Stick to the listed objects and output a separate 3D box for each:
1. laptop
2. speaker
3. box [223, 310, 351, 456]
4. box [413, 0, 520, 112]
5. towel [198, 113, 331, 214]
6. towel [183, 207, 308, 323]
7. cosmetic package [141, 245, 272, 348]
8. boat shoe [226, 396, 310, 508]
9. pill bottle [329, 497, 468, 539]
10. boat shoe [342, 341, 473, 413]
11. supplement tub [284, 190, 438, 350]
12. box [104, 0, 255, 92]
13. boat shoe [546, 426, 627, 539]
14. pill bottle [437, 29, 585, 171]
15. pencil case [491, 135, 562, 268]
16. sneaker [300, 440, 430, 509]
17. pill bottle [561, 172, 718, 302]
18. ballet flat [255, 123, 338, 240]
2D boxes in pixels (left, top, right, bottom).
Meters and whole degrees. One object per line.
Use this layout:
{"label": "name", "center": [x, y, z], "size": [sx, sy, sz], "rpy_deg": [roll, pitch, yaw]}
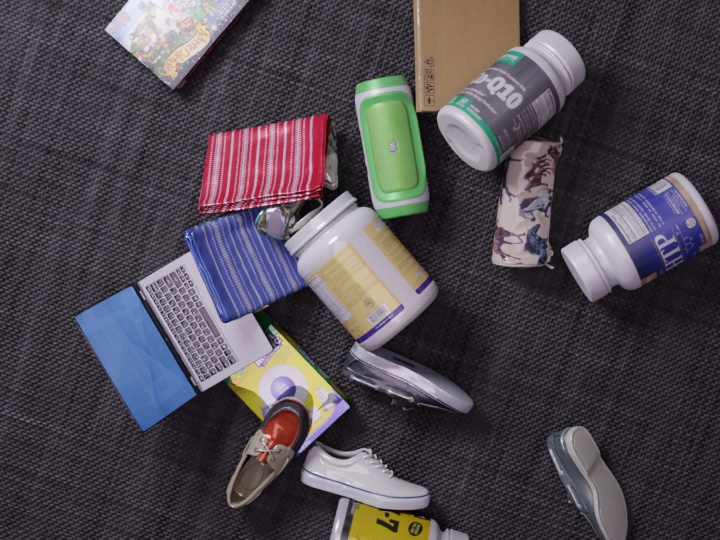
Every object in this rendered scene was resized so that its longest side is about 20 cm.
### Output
{"label": "laptop", "center": [-0.258, 0.089, 1.528], "size": [0.200, 0.116, 0.188], "rpy_deg": [-30, 94, 4]}
{"label": "speaker", "center": [0.047, -0.178, 1.585], "size": [0.088, 0.088, 0.200], "rpy_deg": [-10, 93, 3]}
{"label": "box", "center": [-0.121, 0.167, 1.635], "size": [0.117, 0.048, 0.200], "rpy_deg": [-44, 90, 5]}
{"label": "box", "center": [0.157, -0.330, 1.576], "size": [0.163, 0.021, 0.201], "rpy_deg": [-3, 93, -18]}
{"label": "towel", "center": [-0.139, -0.155, 1.568], "size": [0.200, 0.022, 0.145], "rpy_deg": [-7, 58, 19]}
{"label": "towel", "center": [-0.149, -0.022, 1.574], "size": [0.200, 0.024, 0.145], "rpy_deg": [-26, 93, -37]}
{"label": "cosmetic package", "center": [-0.241, 0.046, 1.619], "size": [0.200, 0.073, 0.104], "rpy_deg": [-25, 93, 3]}
{"label": "boat shoe", "center": [-0.139, 0.271, 1.600], "size": [0.071, 0.063, 0.200], "rpy_deg": [37, 118, 6]}
{"label": "pill bottle", "center": [0.053, 0.415, 1.610], "size": [0.200, 0.114, 0.115], "rpy_deg": [14, 94, 1]}
{"label": "boat shoe", "center": [0.069, 0.175, 1.615], "size": [0.200, 0.072, 0.068], "rpy_deg": [25, 103, -4]}
{"label": "supplement tub", "center": [0.000, 0.000, 1.568], "size": [0.145, 0.145, 0.200], "rpy_deg": [-40, 91, 4]}
{"label": "box", "center": [-0.261, -0.386, 1.607], "size": [0.137, 0.038, 0.200], "rpy_deg": [41, 95, -1]}
{"label": "boat shoe", "center": [0.341, 0.326, 1.630], "size": [0.062, 0.073, 0.200], "rpy_deg": [-16, 103, 46]}
{"label": "pill bottle", "center": [0.215, -0.242, 1.530], "size": [0.200, 0.113, 0.113], "rpy_deg": [-42, 91, -13]}
{"label": "pencil case", "center": [0.247, -0.102, 1.585], "size": [0.089, 0.078, 0.201], "rpy_deg": [6, 95, -8]}
{"label": "sneaker", "center": [0.011, 0.306, 1.625], "size": [0.200, 0.073, 0.071], "rpy_deg": [13, 98, 2]}
{"label": "pill bottle", "center": [0.398, -0.042, 1.562], "size": [0.200, 0.120, 0.120], "rpy_deg": [-31, 92, 5]}
{"label": "ballet flat", "center": [-0.073, -0.123, 1.582], "size": [0.072, 0.072, 0.200], "rpy_deg": [34, 74, 0]}
